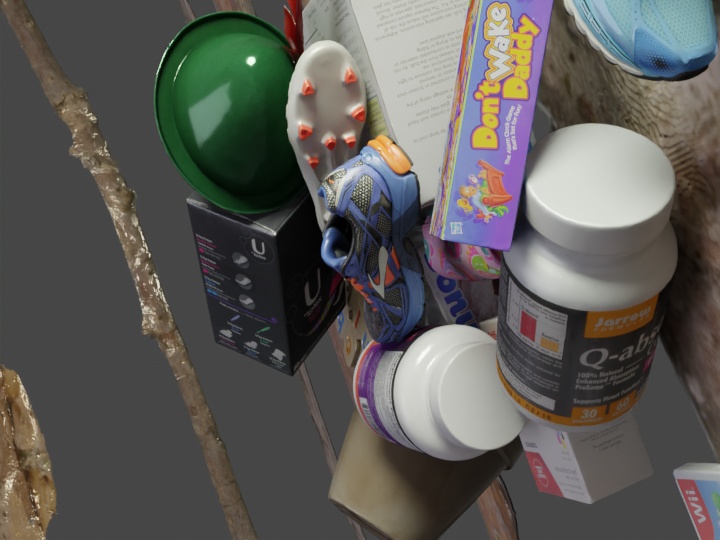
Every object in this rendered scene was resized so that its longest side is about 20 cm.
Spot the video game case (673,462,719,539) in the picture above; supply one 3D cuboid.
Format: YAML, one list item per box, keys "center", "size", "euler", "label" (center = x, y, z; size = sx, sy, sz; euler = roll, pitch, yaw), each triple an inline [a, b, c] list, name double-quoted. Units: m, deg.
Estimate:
- center: [0.279, 0.195, 0.605]
  size: [0.200, 0.017, 0.146]
  euler: [134, 116, -76]
  label: "video game case"

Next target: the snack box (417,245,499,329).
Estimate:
- center: [0.124, 0.054, 0.926]
  size: [0.203, 0.071, 0.024]
  euler: [66, -173, 22]
  label: "snack box"

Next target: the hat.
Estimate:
- center: [-0.064, -0.148, 0.766]
  size: [0.175, 0.166, 0.201]
  euler: [0, 133, 56]
  label: "hat"

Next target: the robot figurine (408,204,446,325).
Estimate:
- center: [0.052, -0.002, 1.061]
  size: [0.200, 0.111, 0.173]
  euler: [-138, 58, -66]
  label: "robot figurine"

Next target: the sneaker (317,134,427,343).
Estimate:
- center: [0.004, -0.016, 0.777]
  size: [0.076, 0.077, 0.203]
  euler: [52, 158, 45]
  label: "sneaker"

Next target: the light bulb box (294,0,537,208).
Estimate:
- center: [0.042, -0.163, 0.846]
  size: [0.198, 0.123, 0.204]
  euler: [180, 70, -76]
  label: "light bulb box"

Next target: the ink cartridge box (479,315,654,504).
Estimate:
- center: [0.164, 0.086, 0.816]
  size: [0.116, 0.066, 0.204]
  euler: [144, 107, -77]
  label: "ink cartridge box"

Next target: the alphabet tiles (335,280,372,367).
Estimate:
- center: [0.000, 0.000, 1.018]
  size: [0.198, 0.014, 0.202]
  euler: [108, 154, -45]
  label: "alphabet tiles"

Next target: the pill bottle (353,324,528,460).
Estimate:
- center: [0.070, 0.104, 0.832]
  size: [0.114, 0.109, 0.200]
  euler: [71, 163, -2]
  label: "pill bottle"

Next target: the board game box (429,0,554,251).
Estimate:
- center: [0.087, -0.119, 0.635]
  size: [0.134, 0.044, 0.205]
  euler: [-77, -4, -87]
  label: "board game box"

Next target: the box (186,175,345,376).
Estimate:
- center: [-0.087, -0.014, 0.961]
  size: [0.104, 0.123, 0.203]
  euler: [20, 139, 21]
  label: "box"

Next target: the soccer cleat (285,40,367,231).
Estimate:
- center: [-0.028, -0.106, 0.801]
  size: [0.078, 0.068, 0.203]
  euler: [-115, 12, -46]
  label: "soccer cleat"

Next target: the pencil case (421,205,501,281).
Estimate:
- center: [0.111, -0.035, 0.815]
  size: [0.200, 0.086, 0.089]
  euler: [176, 74, -80]
  label: "pencil case"

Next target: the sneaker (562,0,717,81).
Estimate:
- center: [0.143, -0.196, 0.484]
  size: [0.090, 0.077, 0.204]
  euler: [-174, 65, -72]
  label: "sneaker"

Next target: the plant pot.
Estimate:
- center: [0.055, 0.200, 1.025]
  size: [0.198, 0.175, 0.201]
  euler: [32, 164, 10]
  label: "plant pot"

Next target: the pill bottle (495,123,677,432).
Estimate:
- center: [0.152, 0.010, 0.652]
  size: [0.202, 0.114, 0.117]
  euler: [84, 161, -47]
  label: "pill bottle"
